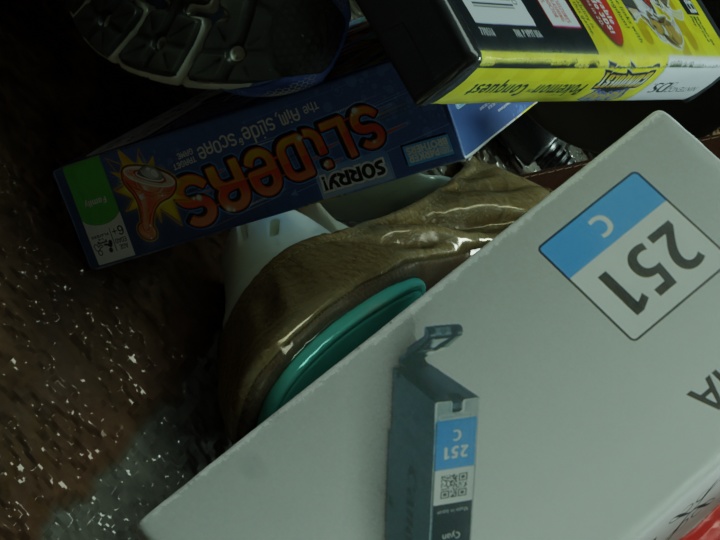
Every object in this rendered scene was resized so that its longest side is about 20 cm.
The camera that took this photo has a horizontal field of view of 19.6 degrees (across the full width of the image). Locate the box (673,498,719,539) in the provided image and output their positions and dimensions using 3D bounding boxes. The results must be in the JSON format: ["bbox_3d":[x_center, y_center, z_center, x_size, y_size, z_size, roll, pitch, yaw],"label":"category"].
[{"bbox_3d":[0.111,0.100,0.597,0.199,0.044,0.160,35,68,17],"label":"box"}]

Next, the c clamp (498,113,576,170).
[{"bbox_3d":[0.119,-0.020,0.920,0.200,0.027,0.171,45,23,-3],"label":"c clamp"}]

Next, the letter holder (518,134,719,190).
[{"bbox_3d":[0.106,0.045,0.772,0.201,0.141,0.101,-78,155,-58],"label":"letter holder"}]

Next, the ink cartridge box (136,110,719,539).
[{"bbox_3d":[0.070,0.076,0.561,0.176,0.199,0.045,45,-19,22],"label":"ink cartridge box"}]

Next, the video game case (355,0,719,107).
[{"bbox_3d":[0.022,-0.139,0.634,0.180,0.025,0.201,-8,65,-57],"label":"video game case"}]

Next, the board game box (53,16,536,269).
[{"bbox_3d":[0.005,-0.061,0.693,0.200,0.134,0.035,-39,111,-60],"label":"board game box"}]

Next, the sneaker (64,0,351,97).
[{"bbox_3d":[-0.049,-0.099,0.649,0.089,0.079,0.200,22,11,-34],"label":"sneaker"}]

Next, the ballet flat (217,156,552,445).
[{"bbox_3d":[0.000,0.000,0.689,0.072,0.068,0.199,40,37,18],"label":"ballet flat"}]

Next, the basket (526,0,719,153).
[{"bbox_3d":[0.116,-0.154,0.923,0.135,0.181,0.201,8,41,-3],"label":"basket"}]
